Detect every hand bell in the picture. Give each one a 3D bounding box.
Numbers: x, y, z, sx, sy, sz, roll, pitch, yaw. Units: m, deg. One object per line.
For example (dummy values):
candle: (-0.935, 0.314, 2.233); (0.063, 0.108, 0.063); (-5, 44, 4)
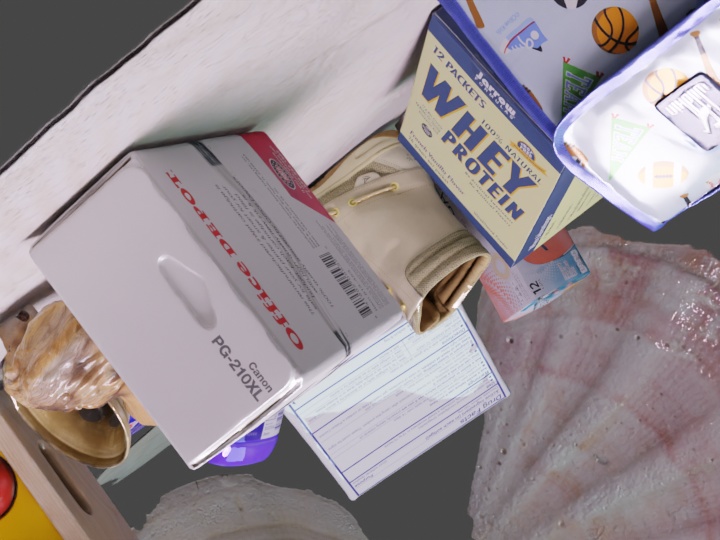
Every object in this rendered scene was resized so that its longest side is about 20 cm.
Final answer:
hand bell: (-0.149, 0.034, 1.169); (0.200, 0.104, 0.104); (-51, -174, -39)

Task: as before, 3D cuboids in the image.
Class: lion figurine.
lion figurine: (-0.139, 0.057, 1.041); (0.123, 0.072, 0.200); (-61, 145, -13)

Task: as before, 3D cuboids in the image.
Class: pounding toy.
pounding toy: (-0.246, 0.201, 1.159); (0.184, 0.200, 0.142); (-36, 176, 5)

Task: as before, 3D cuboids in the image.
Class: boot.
boot: (0.000, 0.000, 1.397); (0.200, 0.156, 0.073); (-41, 155, 11)

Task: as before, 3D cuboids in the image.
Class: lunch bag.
lunch bag: (0.167, -0.144, 0.935); (0.170, 0.200, 0.124); (-39, 177, 32)

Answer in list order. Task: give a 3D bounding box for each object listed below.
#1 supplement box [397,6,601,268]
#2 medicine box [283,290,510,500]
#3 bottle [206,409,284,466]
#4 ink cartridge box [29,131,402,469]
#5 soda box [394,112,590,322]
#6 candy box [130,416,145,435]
supplement box: (0.153, -0.140, 1.169); (0.200, 0.134, 0.200); (-37, 167, -17)
medicine box: (0.014, 0.084, 1.509); (0.182, 0.103, 0.200); (-33, 141, -1)
bottle: (-0.083, 0.047, 1.267); (0.083, 0.065, 0.200); (-3, 111, -55)
ink cartridge box: (-0.072, 0.008, 0.911); (0.084, 0.145, 0.200); (-39, 176, 17)
soda box: (0.110, -0.061, 1.402); (0.064, 0.200, 0.068); (-25, 171, -26)
candy box: (-0.171, 0.075, 1.367); (0.169, 0.077, 0.200); (-40, 177, 38)
